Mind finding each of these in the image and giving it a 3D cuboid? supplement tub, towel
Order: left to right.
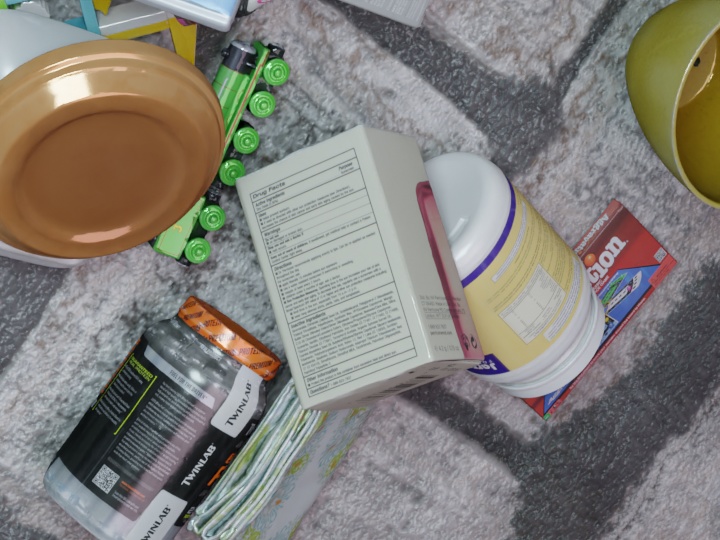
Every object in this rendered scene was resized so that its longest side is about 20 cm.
[{"bbox_3d":[-0.161,0.129,1.664,0.122,0.122,0.200,35,92,-37],"label":"supplement tub"},{"bbox_3d":[-0.062,0.170,1.733,0.172,0.048,0.200,-54,165,3],"label":"towel"},{"bbox_3d":[0.113,0.008,1.760,0.146,0.145,0.200,-48,127,-3],"label":"supplement tub"}]

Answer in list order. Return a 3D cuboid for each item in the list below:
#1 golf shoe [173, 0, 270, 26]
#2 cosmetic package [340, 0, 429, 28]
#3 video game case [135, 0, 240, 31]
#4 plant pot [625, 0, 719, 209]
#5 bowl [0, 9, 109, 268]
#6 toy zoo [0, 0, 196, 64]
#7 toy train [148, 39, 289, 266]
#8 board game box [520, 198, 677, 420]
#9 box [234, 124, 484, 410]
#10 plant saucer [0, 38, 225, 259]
[{"bbox_3d":[-0.097,-0.275,1.438,0.091,0.073,0.201,-8,79,11],"label":"golf shoe"},{"bbox_3d":[-0.035,-0.261,1.550,0.199,0.107,0.091,9,108,-45],"label":"cosmetic package"},{"bbox_3d":[-0.154,-0.282,1.385,0.199,0.022,0.183,19,83,1],"label":"video game case"},{"bbox_3d":[0.319,-0.172,1.804,0.199,0.142,0.201,-13,119,-26],"label":"plant pot"},{"bbox_3d":[-0.241,-0.083,1.508,0.199,0.075,0.200,18,125,-38],"label":"bowl"},{"bbox_3d":[-0.202,-0.178,1.497,0.199,0.021,0.132,-15,143,-6],"label":"toy zoo"},{"bbox_3d":[-0.119,-0.098,1.638,0.056,0.042,0.201,19,101,-25],"label":"toy train"},{"bbox_3d":[0.209,0.039,1.912,0.200,0.019,0.103,-50,126,-2],"label":"board game box"},{"bbox_3d":[0.000,0.000,1.625,0.127,0.201,0.109,-21,168,25],"label":"box"},{"bbox_3d":[-0.191,-0.078,1.452,0.199,0.038,0.201,-13,137,-12],"label":"plant saucer"}]
